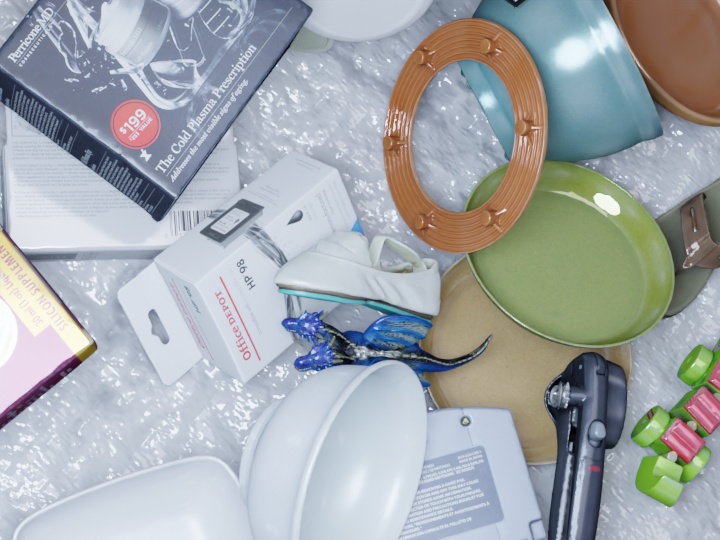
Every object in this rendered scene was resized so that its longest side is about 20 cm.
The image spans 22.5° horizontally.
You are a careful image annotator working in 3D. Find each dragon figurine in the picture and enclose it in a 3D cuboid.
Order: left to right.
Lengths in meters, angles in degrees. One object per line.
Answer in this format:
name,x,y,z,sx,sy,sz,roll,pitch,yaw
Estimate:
dragon figurine,0.026,0.070,1.499,0.199,0.099,0.059,5,79,-14

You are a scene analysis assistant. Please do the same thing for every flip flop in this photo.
flip flop,0.321,-0.034,1.658,0.200,0.058,0.081,-36,88,-21

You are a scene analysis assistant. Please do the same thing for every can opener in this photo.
can opener,0.189,0.167,1.538,0.078,0.063,0.201,14,73,-13

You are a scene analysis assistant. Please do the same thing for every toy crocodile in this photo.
toy crocodile,0.304,0.124,1.611,0.067,0.062,0.200,41,69,-3

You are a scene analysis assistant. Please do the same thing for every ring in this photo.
ring,0.082,-0.115,1.541,0.019,0.200,0.202,1,74,-41

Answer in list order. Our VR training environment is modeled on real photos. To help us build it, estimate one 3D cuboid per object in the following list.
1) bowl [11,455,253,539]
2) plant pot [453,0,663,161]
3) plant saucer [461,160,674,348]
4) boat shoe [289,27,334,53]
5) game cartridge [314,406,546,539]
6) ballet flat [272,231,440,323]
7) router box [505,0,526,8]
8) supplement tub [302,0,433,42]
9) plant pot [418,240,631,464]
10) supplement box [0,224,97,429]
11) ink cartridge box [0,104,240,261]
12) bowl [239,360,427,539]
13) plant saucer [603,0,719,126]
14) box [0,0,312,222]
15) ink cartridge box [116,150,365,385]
bowl,-0.166,0.264,1.434,0.199,0.075,0.201,-18,81,-19
plant pot,0.162,-0.176,1.594,0.134,0.200,0.201,-28,85,6
plant saucer,0.179,-0.010,1.590,0.199,0.031,0.201,10,53,-13
boat shoe,-0.105,-0.259,1.588,0.199,0.072,0.068,28,61,-8
game cartridge,0.045,0.189,1.518,0.199,0.042,0.134,-15,78,-8
ballet flat,0.000,0.000,1.485,0.200,0.069,0.070,13,68,-52
router box,0.072,-0.328,1.499,0.200,0.051,0.150,32,37,-32
supplement tub,-0.006,-0.310,1.562,0.140,0.141,0.201,7,50,-14
plant pot,0.143,0.073,1.597,0.199,0.027,0.201,4,75,-16
supplement box,-0.321,0.071,1.404,0.200,0.103,0.131,-40,90,-8
ink cartridge box,-0.204,-0.099,1.531,0.199,0.045,0.177,-1,78,-17
bowl,-0.033,0.157,1.421,0.090,0.201,0.202,15,68,26
plant saucer,0.301,-0.223,1.688,0.199,0.037,0.201,15,61,-29
box,-0.173,-0.178,1.473,0.182,0.104,0.200,36,75,-5
ink cartridge box,-0.090,0.009,1.496,0.200,0.067,0.116,-40,130,-21
